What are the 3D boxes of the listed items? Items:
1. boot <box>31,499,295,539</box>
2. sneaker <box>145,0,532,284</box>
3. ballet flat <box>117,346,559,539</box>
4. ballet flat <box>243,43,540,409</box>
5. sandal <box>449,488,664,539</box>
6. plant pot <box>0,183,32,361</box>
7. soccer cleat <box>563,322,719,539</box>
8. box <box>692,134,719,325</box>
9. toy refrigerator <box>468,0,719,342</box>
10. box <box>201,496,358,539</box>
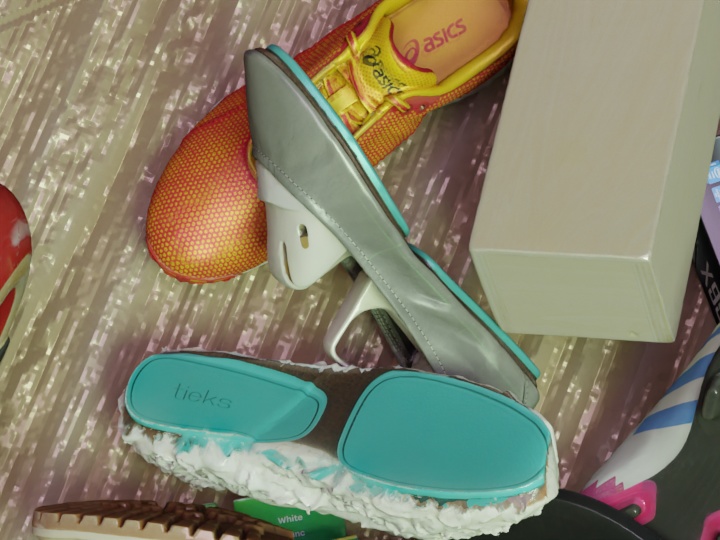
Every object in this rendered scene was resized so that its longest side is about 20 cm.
[{"bbox_3d":[-0.042,0.150,1.087,0.199,0.075,0.108,16,95,10],"label":"boot"},{"bbox_3d":[-0.012,-0.071,1.182,0.200,0.077,0.073,-41,84,-9],"label":"sneaker"},{"bbox_3d":[-0.004,0.073,1.126,0.199,0.072,0.072,11,75,28],"label":"ballet flat"},{"bbox_3d":[0.000,0.000,1.136,0.064,0.067,0.200,-41,114,-6],"label":"ballet flat"},{"bbox_3d":[0.112,0.143,1.098,0.199,0.075,0.045,21,33,17],"label":"sandal"},{"bbox_3d":[-0.239,0.019,1.088,0.182,0.200,0.201,27,77,0],"label":"plant pot"},{"bbox_3d":[0.142,0.078,1.132,0.070,0.200,0.086,39,35,4],"label":"soccer cleat"},{"bbox_3d":[0.236,0.021,1.186,0.157,0.050,0.201,-18,78,-6],"label":"box"},{"bbox_3d":[0.106,-0.071,1.159,0.076,0.070,0.201,3,58,19],"label":"toy refrigerator"},{"bbox_3d":[-0.044,0.190,1.136,0.117,0.048,0.201,-10,76,-5],"label":"box"}]
